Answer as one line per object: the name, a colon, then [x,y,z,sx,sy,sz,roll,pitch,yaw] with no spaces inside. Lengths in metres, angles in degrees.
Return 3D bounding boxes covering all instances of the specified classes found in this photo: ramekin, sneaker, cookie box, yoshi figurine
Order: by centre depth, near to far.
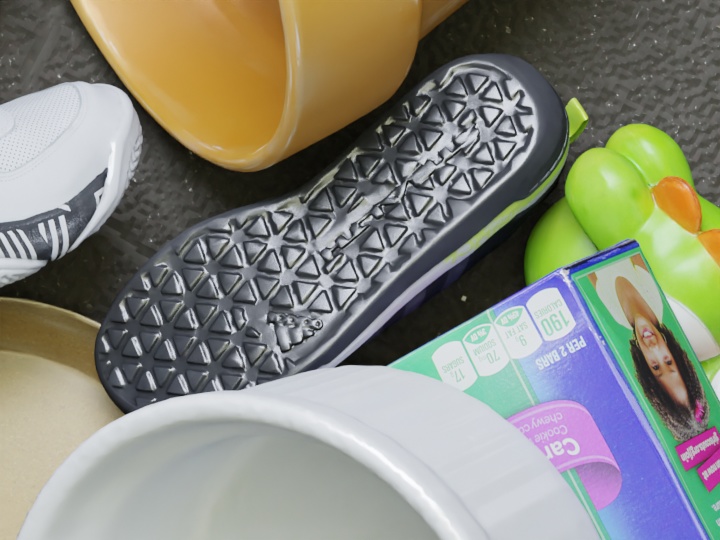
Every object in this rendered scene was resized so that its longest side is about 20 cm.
ramekin: [-0.010,0.127,0.954,0.200,0.098,0.201,8,105,30]
sneaker: [-0.162,-0.044,0.962,0.200,0.075,0.115,-30,122,-29]
cookie box: [0.064,0.118,1.013,0.171,0.075,0.201,-30,86,29]
sneaker: [0.000,0.000,1.058,0.200,0.083,0.072,-32,71,2]
yoshi figurine: [0.124,0.042,1.072,0.112,0.112,0.201,-23,99,27]

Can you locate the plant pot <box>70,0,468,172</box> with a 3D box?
plant pot: [-0.004,-0.162,1.032,0.183,0.200,0.201,-27,86,-23]

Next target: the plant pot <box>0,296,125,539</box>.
plant pot: [-0.139,0.110,1.062,0.199,0.027,0.201,0,84,-4]
